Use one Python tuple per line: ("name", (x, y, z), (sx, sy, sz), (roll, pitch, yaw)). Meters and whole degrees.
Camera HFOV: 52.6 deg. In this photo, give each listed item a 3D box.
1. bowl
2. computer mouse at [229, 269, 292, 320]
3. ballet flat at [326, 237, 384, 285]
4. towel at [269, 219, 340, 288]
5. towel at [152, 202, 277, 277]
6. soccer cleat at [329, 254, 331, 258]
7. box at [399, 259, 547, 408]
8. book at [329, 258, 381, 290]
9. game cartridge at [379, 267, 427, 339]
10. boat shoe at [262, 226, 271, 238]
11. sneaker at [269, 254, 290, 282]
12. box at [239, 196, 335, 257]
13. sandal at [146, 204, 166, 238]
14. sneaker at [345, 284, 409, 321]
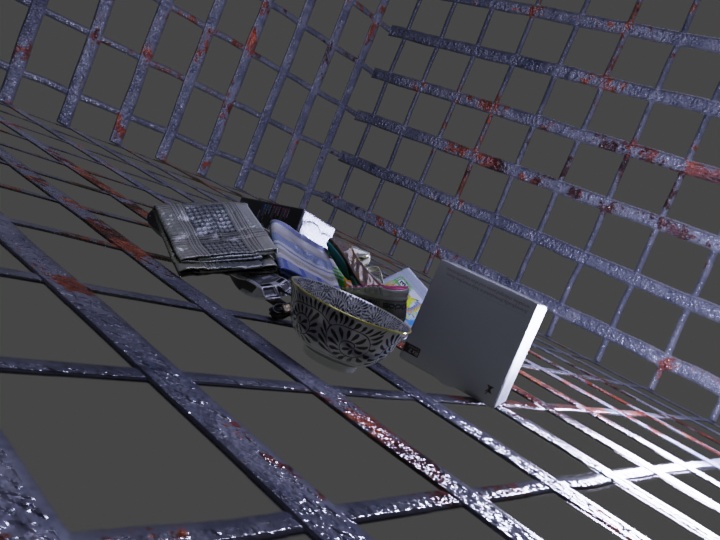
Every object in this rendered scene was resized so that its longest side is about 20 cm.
("bowl", (-0.031, 0.092, 1.091), (0.198, 0.096, 0.201), (24, 6, -3))
("computer mouse", (-0.159, 0.036, 1.277), (0.109, 0.045, 0.198), (-18, 34, -42))
("ballet flat", (0.000, 0.000, 1.461), (0.201, 0.066, 0.069), (56, -17, 34))
("towel", (-0.106, -0.022, 1.400), (0.146, 0.024, 0.201), (31, 19, -25))
("towel", (-0.258, -0.064, 1.303), (0.190, 0.035, 0.201), (-2, 41, -32))
("soccer cleat", (-0.036, 0.051, 1.612), (0.067, 0.074, 0.200), (-5, 43, -44))
("box", (0.208, 0.112, 1.335), (0.197, 0.203, 0.130), (26, 6, 21))
("book", (-0.013, 0.057, 1.518), (0.197, 0.048, 0.135), (21, 37, -24))
("game cartridge", (0.088, 0.073, 1.527), (0.134, 0.040, 0.199), (52, 37, 10))
("boat shoe", (-0.253, -0.060, 1.478), (0.196, 0.068, 0.057), (2, -8, 20))
("sneaker", (-0.216, -0.016, 1.391), (0.197, 0.080, 0.089), (25, 9, 13))
("box", (-0.175, -0.079, 1.592), (0.198, 0.108, 0.122), (14, -9, 38))
("sandal", (-0.328, -0.056, 1.356), (0.199, 0.075, 0.046), (39, -29, 35))
("sneaker", (0.025, 0.073, 1.291), (0.072, 0.089, 0.199), (5, -5, -25))
